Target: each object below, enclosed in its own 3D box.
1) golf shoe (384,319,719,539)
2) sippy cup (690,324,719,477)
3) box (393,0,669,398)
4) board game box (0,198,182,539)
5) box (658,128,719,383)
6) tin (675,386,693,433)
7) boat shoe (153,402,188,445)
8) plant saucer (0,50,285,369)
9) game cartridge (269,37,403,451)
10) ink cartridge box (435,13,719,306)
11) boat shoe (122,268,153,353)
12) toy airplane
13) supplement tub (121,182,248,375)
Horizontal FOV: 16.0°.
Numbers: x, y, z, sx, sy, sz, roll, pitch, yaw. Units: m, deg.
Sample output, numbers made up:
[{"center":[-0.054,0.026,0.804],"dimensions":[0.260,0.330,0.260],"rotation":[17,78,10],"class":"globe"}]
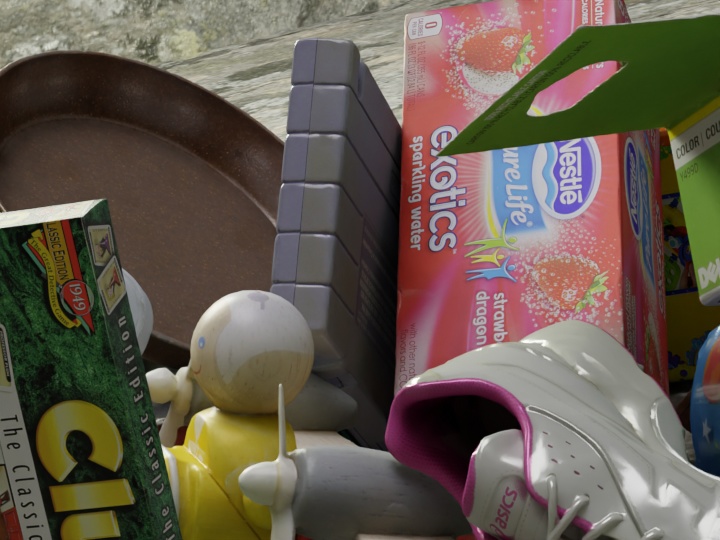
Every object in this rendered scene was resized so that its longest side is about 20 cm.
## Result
[{"center":[0.083,0.088,0.794],"dimensions":[0.091,0.076,0.200],"rotation":[-2,29,-37],"class":"golf shoe"},{"center":[0.184,0.049,0.893],"dimensions":[0.177,0.141,0.130],"rotation":[11,-8,-21],"class":"sippy cup"},{"center":[0.074,-0.013,1.091],"dimensions":[0.099,0.096,0.201],"rotation":[-7,56,15],"class":"box"},{"center":[-0.108,0.082,0.823],"dimensions":[0.104,0.202,0.023],"rotation":[-8,12,20],"class":"board game box"},{"center":[0.120,-0.021,1.281],"dimensions":[0.191,0.123,0.200],"rotation":[-9,12,18],"class":"box"},{"center":[0.197,0.010,1.085],"dimensions":[0.042,0.112,0.200],"rotation":[37,39,11],"class":"tin"},{"center":[-0.120,0.096,1.096],"dimensions":[0.198,0.072,0.063],"rotation":[-12,17,11],"class":"boat shoe"},{"center":[-0.090,-0.021,1.158],"dimensions":[0.035,0.200,0.200],"rotation":[-54,-13,32],"class":"plant saucer"},{"center":[0.000,0.000,1.088],"dimensions":[0.038,0.131,0.200],"rotation":[5,-18,15],"class":"game cartridge"},{"center":[0.147,-0.038,0.922],"dimensions":[0.198,0.076,0.148],"rotation":[-6,-12,-20],"class":"ink cartridge box"},{"center":[-0.160,0.075,1.045],"dimensions":[0.199,0.074,0.068],"rotation":[-44,-24,-1],"class":"boat shoe"},{"center":[-0.016,0.073,0.919],"dimensions":[0.199,0.142,0.199],"rotation":[-5,13,32],"class":"toy airplane"},{"center":[-0.111,0.022,1.251],"dimensions":[0.144,0.146,0.200],"rotation":[-5,14,31],"class":"supplement tub"}]
